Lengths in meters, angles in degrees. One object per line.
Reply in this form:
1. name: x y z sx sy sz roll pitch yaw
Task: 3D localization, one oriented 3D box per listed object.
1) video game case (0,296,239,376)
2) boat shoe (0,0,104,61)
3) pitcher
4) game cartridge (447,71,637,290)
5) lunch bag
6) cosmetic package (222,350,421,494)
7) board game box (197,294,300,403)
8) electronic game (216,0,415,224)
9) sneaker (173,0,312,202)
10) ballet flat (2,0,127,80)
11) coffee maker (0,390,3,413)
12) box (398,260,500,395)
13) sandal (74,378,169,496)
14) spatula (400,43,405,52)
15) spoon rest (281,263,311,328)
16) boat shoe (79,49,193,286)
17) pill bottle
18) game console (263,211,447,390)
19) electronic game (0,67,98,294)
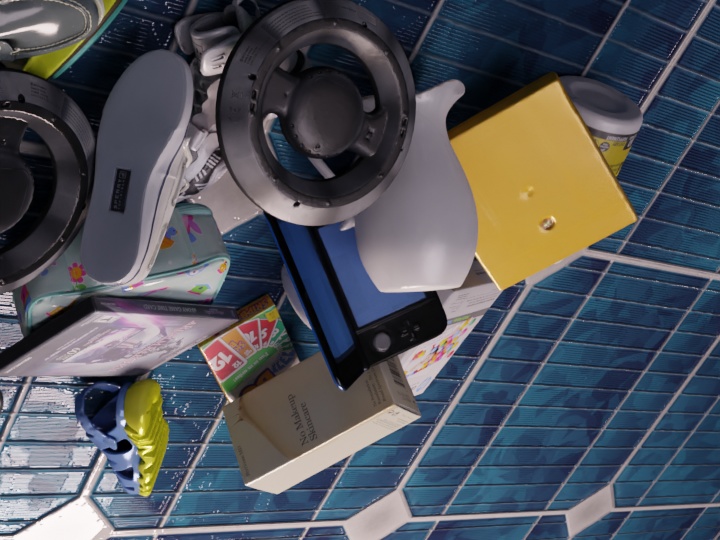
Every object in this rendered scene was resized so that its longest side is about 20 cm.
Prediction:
1. video game case: -0.230 0.066 1.080 0.143 0.019 0.200 -29 160 27
2. boat shoe: -0.290 -0.173 0.845 0.199 0.062 0.073 -6 137 1
3. pitcher: 0.027 -0.079 1.120 0.171 0.201 0.121 -4 176 -1
4. game cartridge: 0.178 -0.092 1.226 0.176 0.032 0.200 -28 119 15
5. lunch bag: -0.232 0.010 1.070 0.200 0.077 0.160 -13 161 -23
6. cosmetic package: -0.045 0.157 1.264 0.200 0.104 0.073 -31 151 16
7. board game box: -0.117 0.118 1.319 0.095 0.030 0.200 -30 141 -10
8. electronic game: -0.035 -0.139 1.003 0.200 0.042 0.200 -9 107 -32
9. sneaker: -0.144 -0.155 1.017 0.200 0.075 0.115 -42 138 -3
10. ballet flat: -0.271 -0.170 0.922 0.067 0.067 0.200 36 104 -24
11. coffee maker: -0.406 0.091 0.951 0.135 0.200 0.192 20 114 -44
12. box: 0.080 0.077 1.359 0.200 0.041 0.156 -53 158 24
13. sandal: -0.260 0.178 1.245 0.087 0.080 0.200 9 138 3
14. spatula: 0.053 -0.156 1.195 0.056 0.021 0.200 -26 137 -11
15. spoon rest: -0.022 0.034 1.271 0.061 0.100 0.200 -37 156 27
16. boat shoe: -0.178 -0.083 0.971 0.086 0.074 0.202 23 78 -78
17. pill bottle: 0.233 -0.111 1.299 0.111 0.111 0.200 -5 130 -33
18. game console: 0.000 0.000 1.148 0.170 0.118 0.200 -23 92 -18
19. electronic game: -0.299 -0.065 0.900 0.200 0.042 0.200 -26 134 -30
